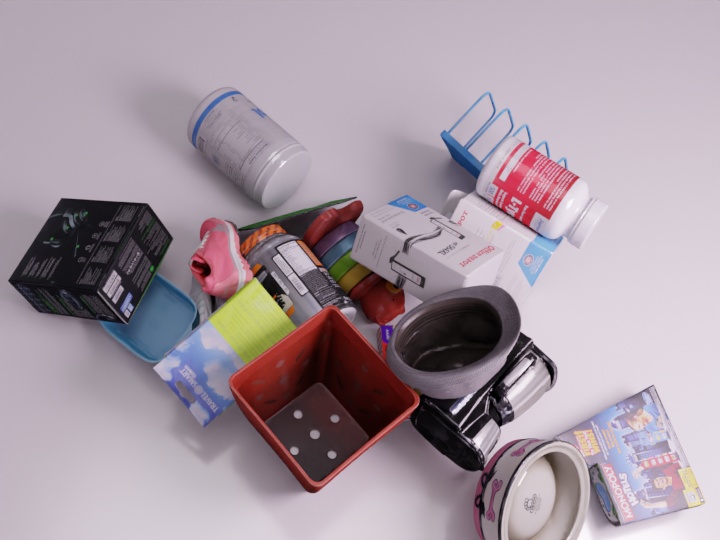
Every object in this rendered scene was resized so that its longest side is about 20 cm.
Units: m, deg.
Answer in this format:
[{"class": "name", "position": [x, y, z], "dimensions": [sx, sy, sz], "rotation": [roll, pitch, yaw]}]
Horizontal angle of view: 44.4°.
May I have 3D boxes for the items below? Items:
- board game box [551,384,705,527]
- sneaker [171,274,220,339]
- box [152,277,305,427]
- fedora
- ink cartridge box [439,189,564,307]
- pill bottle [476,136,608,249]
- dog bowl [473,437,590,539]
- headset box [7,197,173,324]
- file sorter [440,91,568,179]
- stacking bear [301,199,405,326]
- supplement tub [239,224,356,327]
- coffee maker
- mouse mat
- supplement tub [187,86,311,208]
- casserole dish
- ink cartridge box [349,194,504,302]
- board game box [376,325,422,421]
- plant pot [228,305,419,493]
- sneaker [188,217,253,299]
[{"class": "board game box", "position": [0.405, 0.299, 1.391], "dimensions": [0.198, 0.062, 0.201], "rotation": [-9, 62, -12]}, {"class": "sneaker", "position": [-0.266, 0.081, 1.417], "dimensions": [0.080, 0.071, 0.202], "rotation": [-13, 56, 4]}, {"class": "box", "position": [-0.195, 0.122, 1.315], "dimensions": [0.200, 0.048, 0.122], "rotation": [-42, 93, -14]}, {"class": "fedora", "position": [0.139, 0.116, 1.258], "dimensions": [0.199, 0.091, 0.177], "rotation": [-23, 40, 1]}, {"class": "ink cartridge box", "position": [0.221, -0.044, 1.502], "dimensions": [0.199, 0.129, 0.125], "rotation": [34, 25, 11]}, {"class": "pill bottle", "position": [0.298, -0.124, 1.446], "dimensions": [0.199, 0.113, 0.112], "rotation": [35, 61, 15]}, {"class": "dog bowl", "position": [0.245, 0.336, 1.282], "dimensions": [0.200, 0.201, 0.074], "rotation": [-41, 31, -27]}, {"class": "headset box", "position": [-0.430, -0.018, 1.399], "dimensions": [0.198, 0.093, 0.175], "rotation": [4, 55, 25]}, {"class": "file sorter", "position": [0.265, -0.205, 1.598], "dimensions": [0.123, 0.139, 0.200], "rotation": [-46, 72, 4]}, {"class": "stacking bear", "position": [0.000, 0.000, 1.481], "dimensions": [0.201, 0.114, 0.121], "rotation": [53, 37, 11]}, {"class": "supplement tub", "position": [-0.109, 0.028, 1.439], "dimensions": [0.122, 0.123, 0.200], "rotation": [-31, 68, -23]}, {"class": "coffee maker", "position": [0.168, 0.178, 1.350], "dimensions": [0.191, 0.135, 0.200], "rotation": [29, 57, 37]}, {"class": "mouse mat", "position": [-0.116, -0.095, 1.502], "dimensions": [0.199, 0.161, 0.008], "rotation": [-17, 97, -17]}, {"class": "supplement tub", "position": [-0.199, -0.219, 1.567], "dimensions": [0.200, 0.132, 0.132], "rotation": [41, 62, 15]}, {"class": "casserole dish", "position": [-0.330, 0.073, 1.392], "dimensions": [0.199, 0.039, 0.121], "rotation": [30, 78, 32]}, {"class": "ink cartridge box", "position": [0.108, -0.026, 1.398], "dimensions": [0.199, 0.085, 0.146], "rotation": [31, 31, 21]}, {"class": "board game box", "position": [0.131, 0.166, 1.436], "dimensions": [0.198, 0.046, 0.153], "rotation": [0, 61, -9]}, {"class": "plant pot", "position": [-0.060, 0.211, 1.306], "dimensions": [0.199, 0.177, 0.200], "rotation": [-35, 70, -24]}, {"class": "sneaker", "position": [-0.237, -0.026, 1.414], "dimensions": [0.086, 0.074, 0.200], "rotation": [7, 32, -32]}]
